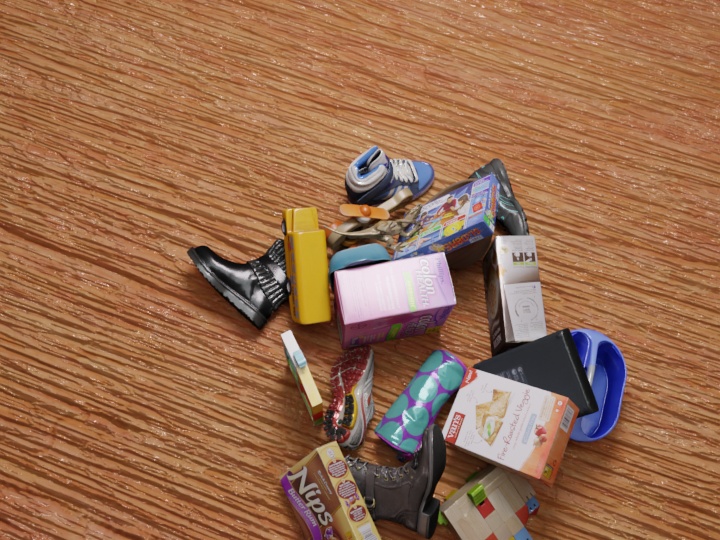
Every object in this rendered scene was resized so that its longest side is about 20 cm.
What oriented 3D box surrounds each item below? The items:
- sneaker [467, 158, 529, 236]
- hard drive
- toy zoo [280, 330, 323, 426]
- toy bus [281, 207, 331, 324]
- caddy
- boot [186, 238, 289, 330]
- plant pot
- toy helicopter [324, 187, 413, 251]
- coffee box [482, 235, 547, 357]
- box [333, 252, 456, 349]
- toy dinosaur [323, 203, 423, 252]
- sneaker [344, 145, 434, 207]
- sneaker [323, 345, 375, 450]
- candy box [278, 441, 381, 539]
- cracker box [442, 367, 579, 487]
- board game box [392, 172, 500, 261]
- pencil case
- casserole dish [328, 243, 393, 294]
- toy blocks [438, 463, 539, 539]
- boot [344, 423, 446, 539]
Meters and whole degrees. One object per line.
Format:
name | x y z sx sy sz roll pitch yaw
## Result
sneaker | 0.281 -0.126 1.405 0.078 0.076 0.203 -20 63 5
hard drive | 0.296 0.199 1.201 0.032 0.199 0.142 -5 71 -44
toy zoo | -0.098 0.183 1.188 0.020 0.201 0.133 -23 71 -11
toy bus | -0.098 -0.011 1.261 0.064 0.078 0.205 -6 95 -21
caddy | 0.393 0.207 1.247 0.138 0.105 0.203 19 68 5
boot | -0.208 -0.010 1.322 0.211 0.079 0.158 42 77 -2
plant pot | 0.187 -0.072 1.337 0.093 0.199 0.203 45 68 -28
toy helicopter | 0.020 -0.105 1.345 0.198 0.133 0.079 -33 72 -14
coffee box | 0.285 0.051 1.301 0.078 0.115 0.205 -1 67 -3
box | 0.054 0.058 1.255 0.195 0.176 0.099 -11 71 -7
toy dinosaur | 0.040 -0.070 1.258 0.196 0.101 0.060 -16 111 -23
sneaker | 0.063 -0.193 1.373 0.196 0.147 0.082 -18 69 -9
sneaker | -0.012 0.225 1.250 0.076 0.082 0.203 -10 48 31
candy box | -0.047 0.401 1.147 0.056 0.116 0.203 -5 61 -50
cracker box | 0.243 0.254 1.155 0.198 0.058 0.136 11 70 45
board game box | 0.154 -0.086 1.261 0.035 0.198 0.137 46 41 -27
pencil case | 0.113 0.237 1.237 0.091 0.086 0.201 29 70 27
casserole dish | 0.000 0.000 1.264 0.118 0.200 0.040 -13 72 -1
toy blocks | 0.229 0.415 1.176 0.198 0.100 0.138 -35 85 -14
boot | 0.047 0.337 1.148 0.171 0.069 0.205 9 97 25
